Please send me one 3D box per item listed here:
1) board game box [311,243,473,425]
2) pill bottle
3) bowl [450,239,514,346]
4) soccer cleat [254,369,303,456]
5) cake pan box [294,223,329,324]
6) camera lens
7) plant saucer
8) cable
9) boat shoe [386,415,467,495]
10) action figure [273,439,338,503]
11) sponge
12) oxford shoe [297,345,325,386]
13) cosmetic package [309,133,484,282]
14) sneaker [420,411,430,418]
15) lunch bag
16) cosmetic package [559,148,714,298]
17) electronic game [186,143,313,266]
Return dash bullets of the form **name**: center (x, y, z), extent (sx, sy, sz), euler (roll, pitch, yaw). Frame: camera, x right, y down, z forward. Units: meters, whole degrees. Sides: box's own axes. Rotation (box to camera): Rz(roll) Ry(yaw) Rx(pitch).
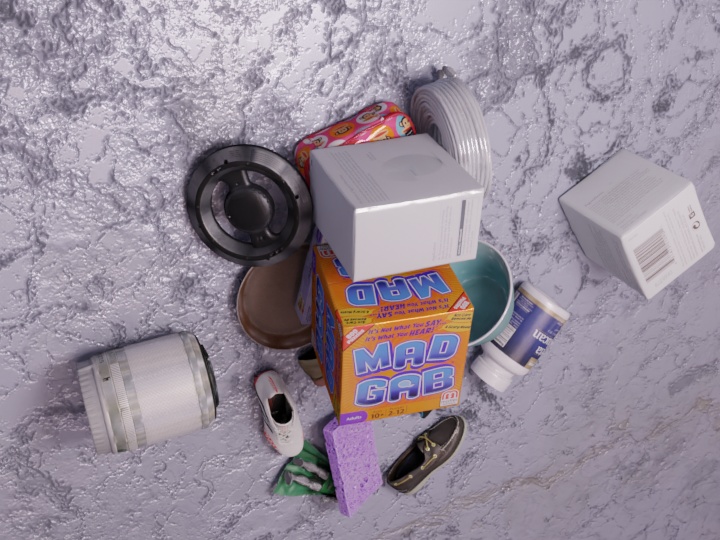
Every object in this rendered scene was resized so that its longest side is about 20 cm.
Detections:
- **board game box**: center (0.040, 0.086, 1.348), extent (0.198, 0.201, 0.201), euler (-7, 129, -13)
- **pill bottle**: center (0.303, 0.132, 1.669), extent (0.111, 0.111, 0.201), euler (29, 101, -34)
- **bowl**: center (0.196, 0.054, 1.548), extent (0.201, 0.201, 0.105), euler (-50, 143, 6)
- **soccer cleat**: center (-0.141, 0.268, 1.544), extent (0.068, 0.085, 0.202), euler (-21, 122, -14)
- **cake pan box**: center (0.000, 0.000, 1.430), extent (0.182, 0.052, 0.201), euler (1, 126, -23)
- **camera lens**: center (-0.333, 0.192, 1.367), extent (0.198, 0.160, 0.161), euler (-14, 121, -18)
- **plant saucer**: center (-0.118, 0.041, 1.471), extent (0.198, 0.032, 0.202), euler (-12, 120, -20)
- **cable**: center (0.143, -0.203, 1.367), extent (0.069, 0.200, 0.202), euler (-15, 124, -12)
- **boat shoe**: center (0.133, 0.366, 1.732), extent (0.060, 0.072, 0.202), euler (32, 101, -38)
- **action figure**: center (-0.062, 0.412, 1.678), extent (0.199, 0.055, 0.119), euler (30, 97, -38)
- **sponge**: center (-0.012, 0.355, 1.645), extent (0.111, 0.030, 0.202), euler (-35, 125, -43)
- **oxford shoe**: center (-0.023, 0.121, 1.535), extent (0.200, 0.071, 0.074), euler (-42, 122, -1)
- **cosmetic package**: center (0.046, -0.098, 1.279), extent (0.198, 0.200, 0.124), euler (-9, 124, -18)
- **sneaker**: center (0.078, 0.228, 1.635), extent (0.199, 0.073, 0.082), euler (25, 104, -32)
- **lunch bag**: center (0.005, -0.159, 1.401), extent (0.199, 0.082, 0.177), euler (-28, 127, -7)
- **cosmetic package**: center (0.508, -0.090, 1.598), extent (0.165, 0.200, 0.165), euler (-37, 125, -3)
- **electronic game**: center (-0.170, -0.097, 1.328), extent (0.198, 0.042, 0.202), euler (3, 118, 6)
